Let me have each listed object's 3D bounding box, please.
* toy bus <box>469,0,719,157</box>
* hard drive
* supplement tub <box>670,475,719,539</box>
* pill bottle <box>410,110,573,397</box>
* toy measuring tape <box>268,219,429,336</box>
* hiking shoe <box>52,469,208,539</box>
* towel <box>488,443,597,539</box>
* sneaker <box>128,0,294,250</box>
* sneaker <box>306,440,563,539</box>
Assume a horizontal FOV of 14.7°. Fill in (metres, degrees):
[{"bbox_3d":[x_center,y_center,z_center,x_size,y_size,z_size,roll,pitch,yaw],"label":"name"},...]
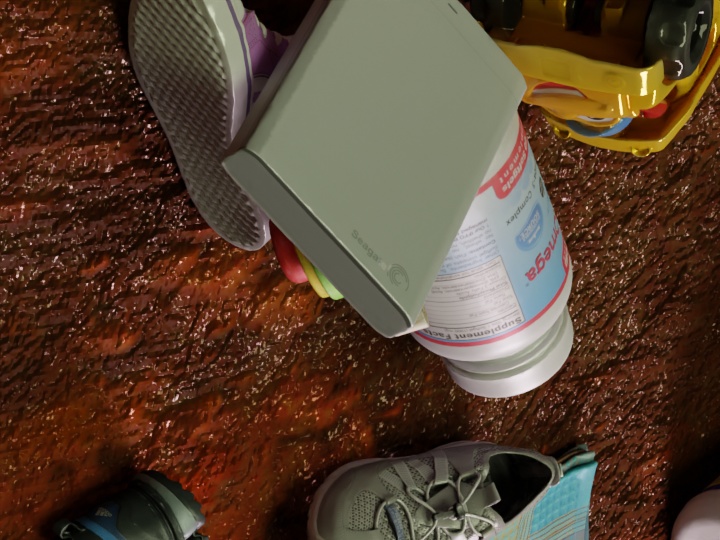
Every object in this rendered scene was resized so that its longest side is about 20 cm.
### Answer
[{"bbox_3d":[0.155,-0.138,1.650,0.192,0.136,0.200,83,30,-48],"label":"toy bus"},{"bbox_3d":[0.012,-0.078,1.467,0.132,0.026,0.200,47,44,-20],"label":"hard drive"},{"bbox_3d":[0.339,0.179,2.040,0.200,0.145,0.146,-35,133,-33],"label":"supplement tub"},{"bbox_3d":[0.062,-0.018,1.639,0.109,0.109,0.200,-47,139,-21],"label":"pill bottle"},{"bbox_3d":[0.000,0.000,1.519,0.074,0.074,0.200,-52,145,-16],"label":"toy measuring tape"},{"bbox_3d":[-0.130,0.212,1.582,0.087,0.074,0.200,-23,117,-31],"label":"hiking shoe"},{"bbox_3d":[0.094,0.217,1.856,0.200,0.022,0.147,-29,130,-46],"label":"towel"},{"bbox_3d":[-0.057,-0.116,1.486,0.114,0.073,0.201,-48,150,-25],"label":"sneaker"},{"bbox_3d":[0.045,0.140,1.713,0.200,0.082,0.075,-24,98,-48],"label":"sneaker"}]
